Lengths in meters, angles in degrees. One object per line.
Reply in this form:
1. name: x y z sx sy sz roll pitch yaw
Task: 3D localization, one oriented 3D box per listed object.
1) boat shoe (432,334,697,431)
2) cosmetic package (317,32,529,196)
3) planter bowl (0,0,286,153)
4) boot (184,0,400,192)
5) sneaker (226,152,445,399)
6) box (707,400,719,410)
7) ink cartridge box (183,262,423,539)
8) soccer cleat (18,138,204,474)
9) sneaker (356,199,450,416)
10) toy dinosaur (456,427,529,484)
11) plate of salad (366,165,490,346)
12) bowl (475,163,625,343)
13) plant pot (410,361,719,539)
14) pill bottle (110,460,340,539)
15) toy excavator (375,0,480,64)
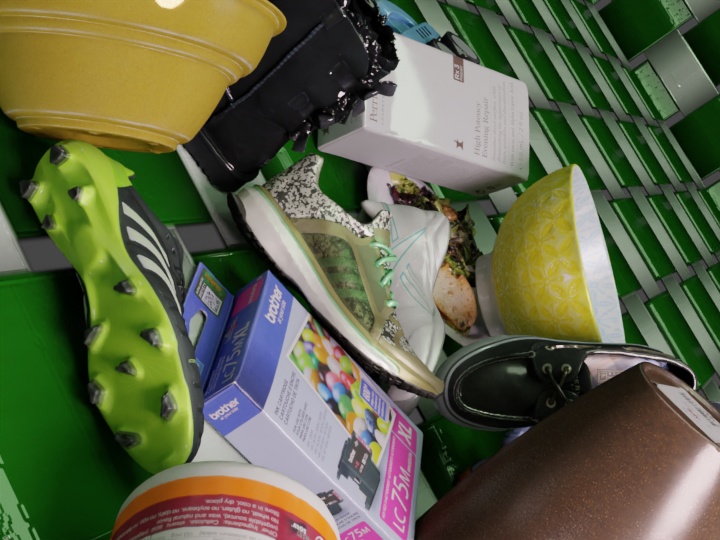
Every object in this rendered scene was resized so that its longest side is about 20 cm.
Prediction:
1. boat shoe: 0.151 0.080 0.806 0.197 0.057 0.070 -2 89 -17
2. cosmetic package: 0.060 -0.141 1.009 0.198 0.074 0.103 11 72 -37
3. planter bowl: -0.145 -0.115 0.631 0.199 0.198 0.085 10 87 -58
4. boot: -0.080 -0.167 0.768 0.199 0.162 0.073 53 24 -9
5. sneaker: 0.000 0.000 0.757 0.200 0.088 0.077 48 -7 0
6. box: 0.321 0.244 1.039 0.104 0.147 0.202 13 50 -56
7. ink cartridge box: -0.036 0.085 0.702 0.200 0.042 0.120 46 27 -20
8. soccer cleat: -0.119 0.015 0.602 0.081 0.067 0.202 14 45 -57
9. sneaker: 0.021 0.026 0.859 0.079 0.071 0.202 17 45 -14
10. toy dinosaur: 0.145 0.168 0.905 0.179 0.201 0.106 -15 65 -24
11. plate of salad: 0.077 -0.019 1.018 0.200 0.048 0.201 41 29 -29
12. bowl: 0.165 0.015 0.999 0.200 0.106 0.203 -14 90 -71
13. plant pot: 0.147 0.162 0.694 0.186 0.201 0.187 33 16 -11
14. pill bottle: -0.064 0.186 0.447 0.109 0.109 0.201 42 29 -28
15. toy excavator: 0.003 -0.228 1.097 0.200 0.100 0.194 43 23 1
